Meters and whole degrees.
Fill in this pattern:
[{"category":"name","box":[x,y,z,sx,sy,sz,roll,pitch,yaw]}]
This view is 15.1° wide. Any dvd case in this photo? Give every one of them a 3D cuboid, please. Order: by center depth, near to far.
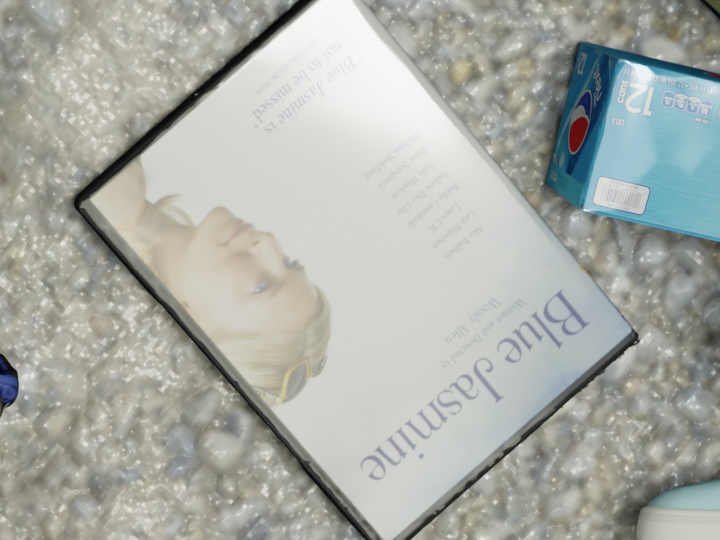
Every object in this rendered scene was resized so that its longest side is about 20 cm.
[{"category":"dvd case","box":[0.000,0.000,1.113,0.143,0.018,0.200,-41,103,-2]}]

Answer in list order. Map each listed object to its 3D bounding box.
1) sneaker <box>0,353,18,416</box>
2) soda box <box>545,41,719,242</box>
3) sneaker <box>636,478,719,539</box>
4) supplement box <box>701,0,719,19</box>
[{"category":"sneaker","box":[-0.196,0.064,1.057,0.115,0.081,0.200,12,95,-9]},{"category":"soda box","box":[0.183,-0.038,1.112,0.199,0.068,0.064,13,98,-11]},{"category":"sneaker","box":[0.208,0.077,1.141,0.199,0.074,0.082,-6,83,-12]},{"category":"supplement box","box":[0.195,-0.194,1.023,0.134,0.200,0.200,41,90,-13]}]
